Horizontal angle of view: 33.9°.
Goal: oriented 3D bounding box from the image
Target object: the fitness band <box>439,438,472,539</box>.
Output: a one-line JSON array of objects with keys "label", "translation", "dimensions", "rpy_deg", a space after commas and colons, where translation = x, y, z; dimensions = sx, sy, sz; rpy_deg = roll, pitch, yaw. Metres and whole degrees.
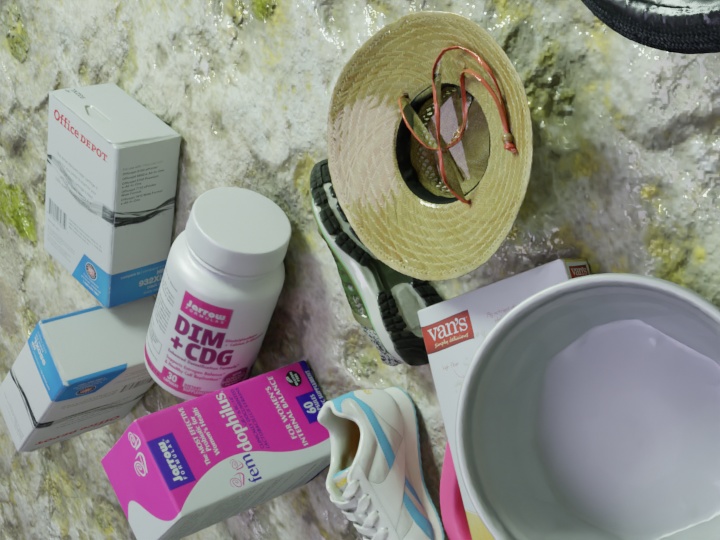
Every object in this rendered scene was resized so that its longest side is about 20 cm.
[{"label": "fitness band", "translation": [0.125, 0.178, 0.950], "dimensions": [0.144, 0.037, 0.200], "rpy_deg": [33, 126, 39]}]

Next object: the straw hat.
[{"label": "straw hat", "translation": [0.073, -0.095, 0.871], "dimensions": [0.201, 0.085, 0.201], "rpy_deg": [15, 113, 41]}]

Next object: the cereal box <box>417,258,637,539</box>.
[{"label": "cereal box", "translation": [0.126, 0.105, 0.875], "dimensions": [0.144, 0.040, 0.200], "rpy_deg": [-23, 76, 40]}]

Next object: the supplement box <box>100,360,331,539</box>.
[{"label": "supplement box", "translation": [-0.127, 0.174, 1.120], "dimensions": [0.101, 0.200, 0.103], "rpy_deg": [60, 140, 15]}]

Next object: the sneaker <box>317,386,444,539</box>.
[{"label": "sneaker", "translation": [0.016, 0.202, 1.026], "dimensions": [0.077, 0.081, 0.200], "rpy_deg": [-39, 59, 52]}]

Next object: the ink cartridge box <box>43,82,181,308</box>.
[{"label": "ink cartridge box", "translation": [-0.276, -0.085, 1.296], "dimensions": [0.145, 0.084, 0.200], "rpy_deg": [38, 130, 36]}]

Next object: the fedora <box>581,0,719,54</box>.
[{"label": "fedora", "translation": [0.201, -0.218, 0.664], "dimensions": [0.200, 0.092, 0.201], "rpy_deg": [22, 120, 45]}]

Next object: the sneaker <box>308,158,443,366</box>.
[{"label": "sneaker", "translation": [0.000, 0.000, 1.011], "dimensions": [0.200, 0.077, 0.089], "rpy_deg": [66, 150, 12]}]

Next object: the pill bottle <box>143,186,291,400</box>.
[{"label": "pill bottle", "translation": [-0.138, 0.024, 1.147], "dimensions": [0.113, 0.113, 0.200], "rpy_deg": [48, 135, 28]}]

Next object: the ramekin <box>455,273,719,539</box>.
[{"label": "ramekin", "translation": [0.170, 0.104, 0.758], "dimensions": [0.200, 0.105, 0.200], "rpy_deg": [-2, 85, 21]}]

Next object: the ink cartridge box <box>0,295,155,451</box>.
[{"label": "ink cartridge box", "translation": [-0.320, 0.120, 1.365], "dimensions": [0.200, 0.145, 0.084], "rpy_deg": [-45, 67, 48]}]
